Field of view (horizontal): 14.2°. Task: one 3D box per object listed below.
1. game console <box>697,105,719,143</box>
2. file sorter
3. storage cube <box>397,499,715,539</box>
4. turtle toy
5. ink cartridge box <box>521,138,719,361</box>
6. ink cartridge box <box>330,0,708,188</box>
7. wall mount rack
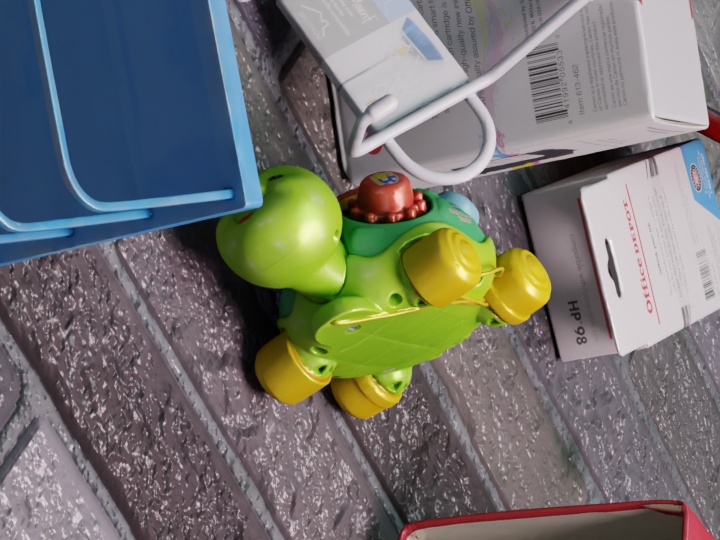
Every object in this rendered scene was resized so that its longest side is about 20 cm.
[{"bbox_3d":[0.213,-0.155,1.900,0.200,0.119,0.172,17,71,-78],"label":"game console"},{"bbox_3d":[-0.167,-0.074,1.250,0.123,0.200,0.139,-9,88,-56],"label":"file sorter"},{"bbox_3d":[0.126,0.246,1.622,0.180,0.200,0.171,47,42,-50],"label":"storage cube"},{"bbox_3d":[0.000,0.000,1.567,0.200,0.146,0.101,16,46,-56],"label":"turtle toy"},{"bbox_3d":[0.171,-0.012,1.892,0.200,0.067,0.116,-20,98,-59],"label":"ink cartridge box"},{"bbox_3d":[0.086,-0.136,1.674,0.083,0.200,0.146,2,79,-61],"label":"ink cartridge box"},{"bbox_3d":[0.034,-0.155,1.608,0.174,0.075,0.200,-31,75,-20],"label":"wall mount rack"}]
